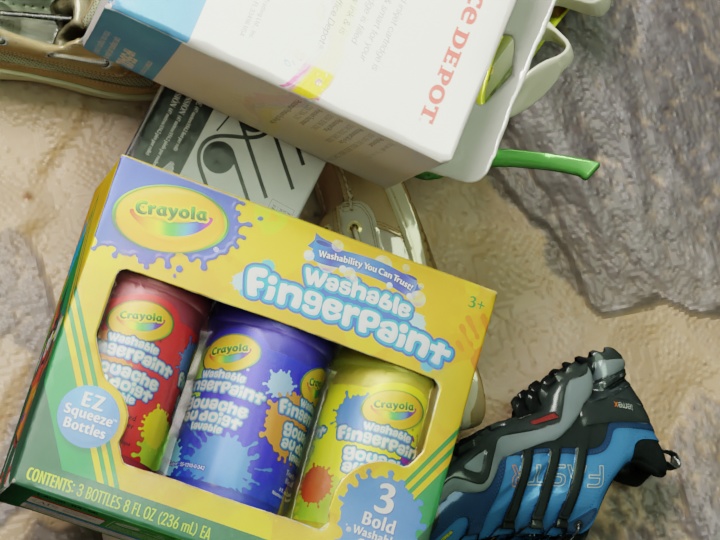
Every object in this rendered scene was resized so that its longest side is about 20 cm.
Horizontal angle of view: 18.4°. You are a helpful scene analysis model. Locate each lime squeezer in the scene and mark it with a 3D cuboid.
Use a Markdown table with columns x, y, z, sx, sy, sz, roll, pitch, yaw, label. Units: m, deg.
| x | y | z | sx | sy | sz | roll | pitch | yaw | label |
| --- | --- | --- | --- | --- | --- | --- | --- | --- | --- |
| 0.030 | -0.095 | 1.197 | 0.200 | 0.038 | 0.071 | 42 | 103 | 10 | lime squeezer |

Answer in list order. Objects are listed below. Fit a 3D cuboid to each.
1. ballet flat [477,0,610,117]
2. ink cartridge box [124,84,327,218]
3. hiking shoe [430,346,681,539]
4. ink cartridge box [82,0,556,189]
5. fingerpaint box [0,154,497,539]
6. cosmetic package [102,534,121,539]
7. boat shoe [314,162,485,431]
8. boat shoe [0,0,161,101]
| x | y | z | sx | sy | sz | roll | pitch | yaw | label |
| --- | --- | --- | --- | --- | --- | --- | --- | --- | --- |
| 0.101 | -0.147 | 1.252 | 0.067 | 0.067 | 0.200 | 26 | 71 | 30 | ballet flat |
| -0.045 | -0.109 | 1.156 | 0.094 | 0.044 | 0.201 | 28 | 80 | -8 | ink cartridge box |
| 0.084 | 0.122 | 1.186 | 0.200 | 0.074 | 0.087 | -34 | 89 | -22 | hiking shoe |
| -0.015 | -0.130 | 1.076 | 0.199 | 0.125 | 0.129 | 25 | 81 | -11 | ink cartridge box |
| -0.054 | 0.059 | 1.070 | 0.199 | 0.073 | 0.167 | 21 | 73 | -11 | fingerpaint box |
| -0.067 | 0.155 | 1.126 | 0.112 | 0.081 | 0.201 | -11 | 82 | -18 | cosmetic package |
| 0.000 | 0.000 | 1.186 | 0.069 | 0.074 | 0.201 | -21 | 76 | -12 | boat shoe |
| -0.142 | -0.131 | 1.168 | 0.199 | 0.076 | 0.072 | -3 | 77 | -20 | boat shoe |
